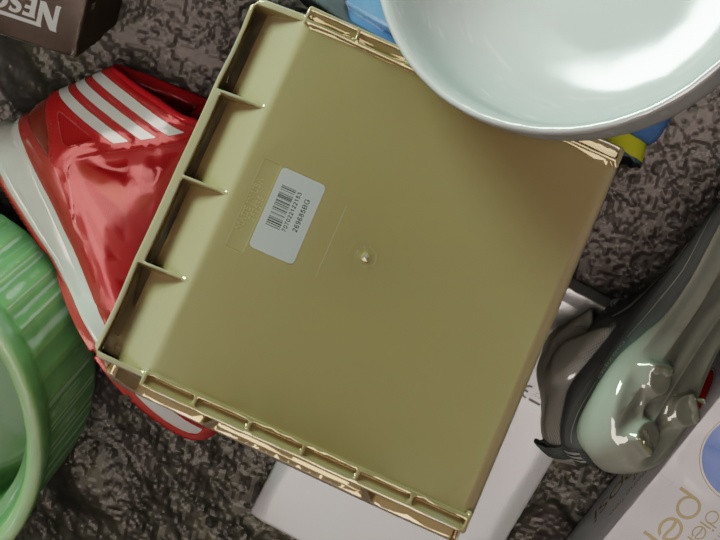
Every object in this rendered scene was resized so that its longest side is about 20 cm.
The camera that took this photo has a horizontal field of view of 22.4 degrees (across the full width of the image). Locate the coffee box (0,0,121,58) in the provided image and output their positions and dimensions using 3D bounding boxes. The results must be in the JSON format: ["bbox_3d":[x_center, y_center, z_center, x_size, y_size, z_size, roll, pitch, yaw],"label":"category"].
[{"bbox_3d":[-0.212,-0.196,0.910,0.198,0.080,0.115,19,111,2],"label":"coffee box"}]

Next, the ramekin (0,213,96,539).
[{"bbox_3d":[-0.237,0.055,0.963,0.198,0.098,0.202,7,114,16],"label":"ramekin"}]

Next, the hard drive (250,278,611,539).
[{"bbox_3d":[0.042,0.078,0.988,0.131,0.027,0.201,28,107,-2],"label":"hard drive"}]

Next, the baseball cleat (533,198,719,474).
[{"bbox_3d":[0.154,0.014,0.913,0.200,0.106,0.070,-47,118,-25],"label":"baseball cleat"}]

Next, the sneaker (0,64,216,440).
[{"bbox_3d":[-0.099,-0.015,0.953,0.115,0.078,0.201,-30,102,16],"label":"sneaker"}]

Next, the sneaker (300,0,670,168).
[{"bbox_3d":[0.067,-0.123,0.911,0.199,0.066,0.079,23,92,1],"label":"sneaker"}]

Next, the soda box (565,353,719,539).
[{"bbox_3d":[0.182,0.113,0.961,0.068,0.064,0.201,34,107,-4],"label":"soda box"}]

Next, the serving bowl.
[{"bbox_3d":[0.108,-0.150,0.835,0.198,0.066,0.202,-6,75,23],"label":"serving bowl"}]

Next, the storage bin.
[{"bbox_3d":[0.000,0.000,0.892,0.197,0.094,0.201,24,82,1],"label":"storage bin"}]
